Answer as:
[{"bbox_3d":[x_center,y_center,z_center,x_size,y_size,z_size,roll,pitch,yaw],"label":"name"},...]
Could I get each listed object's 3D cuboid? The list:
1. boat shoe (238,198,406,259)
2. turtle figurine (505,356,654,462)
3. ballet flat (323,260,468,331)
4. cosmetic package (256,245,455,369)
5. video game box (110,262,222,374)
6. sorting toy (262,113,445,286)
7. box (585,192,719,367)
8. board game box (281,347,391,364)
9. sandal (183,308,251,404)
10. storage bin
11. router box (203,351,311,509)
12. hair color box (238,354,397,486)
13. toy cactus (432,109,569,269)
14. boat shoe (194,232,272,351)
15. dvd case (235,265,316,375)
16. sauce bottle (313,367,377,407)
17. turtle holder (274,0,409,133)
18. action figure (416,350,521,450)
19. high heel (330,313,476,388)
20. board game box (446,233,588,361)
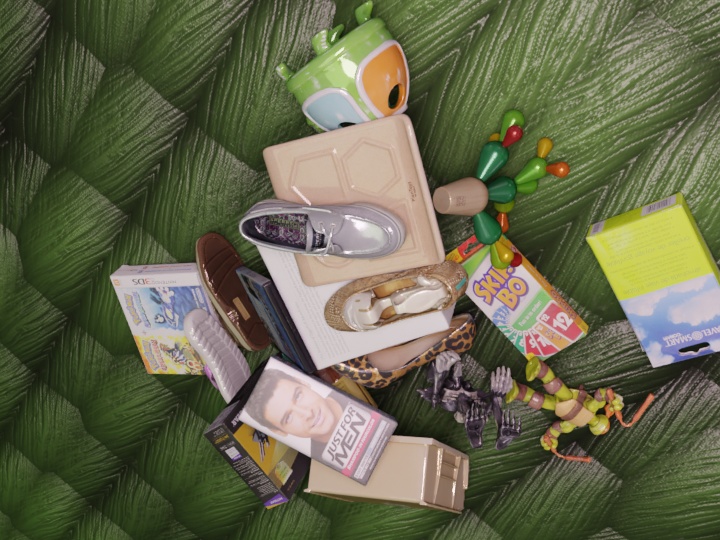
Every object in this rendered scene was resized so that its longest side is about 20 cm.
[{"bbox_3d":[-0.049,-0.043,0.925,0.200,0.072,0.070,7,113,17],"label":"boat shoe"},{"bbox_3d":[0.296,0.183,1.093,0.161,0.064,0.200,32,137,-7],"label":"turtle figurine"},{"bbox_3d":[0.036,0.037,0.970,0.200,0.065,0.071,-22,104,21],"label":"ballet flat"},{"bbox_3d":[0.000,0.000,1.067,0.200,0.123,0.200,-19,105,19],"label":"cosmetic package"},{"bbox_3d":[-0.311,0.084,1.327,0.182,0.047,0.200,-2,117,27],"label":"video game box"},{"bbox_3d":[-0.007,-0.082,0.956,0.199,0.036,0.186,-9,107,23],"label":"sorting toy"},{"bbox_3d":[0.380,0.015,0.973,0.122,0.048,0.200,-22,107,33],"label":"box"},{"bbox_3d":[-0.042,0.101,1.224,0.199,0.028,0.136,-3,116,26],"label":"board game box"},{"bbox_3d":[-0.231,0.146,1.263,0.050,0.083,0.203,-11,116,28],"label":"sandal"},{"bbox_3d":[0.047,0.314,1.214,0.199,0.094,0.199,-2,160,25],"label":"storage bin"},{"bbox_3d":[-0.137,0.249,1.246,0.052,0.200,0.157,-31,102,33],"label":"router box"},{"bbox_3d":[-0.059,0.209,1.102,0.200,0.061,0.099,27,87,2],"label":"hair color box"},{"bbox_3d":[0.163,-0.087,0.945,0.102,0.165,0.201,36,127,43],"label":"toy cactus"},{"bbox_3d":[-0.215,0.039,1.244,0.075,0.075,0.203,-11,105,54],"label":"boat shoe"},{"bbox_3d":[-0.126,0.067,1.136,0.143,0.018,0.200,64,165,-14],"label":"dvd case"},{"bbox_3d":[-0.041,0.163,1.203,0.066,0.066,0.200,-22,108,32],"label":"sauce bottle"},{"bbox_3d":[-0.024,-0.224,0.963,0.185,0.141,0.132,-28,105,32],"label":"turtle holder"},{"bbox_3d":[0.154,0.168,1.082,0.119,0.200,0.102,10,101,-15],"label":"action figure"},{"bbox_3d":[0.061,0.102,1.114,0.199,0.072,0.143,6,134,-23],"label":"high heel"},{"bbox_3d":[0.210,0.034,1.076,0.200,0.030,0.096,48,126,-4],"label":"board game box"}]
